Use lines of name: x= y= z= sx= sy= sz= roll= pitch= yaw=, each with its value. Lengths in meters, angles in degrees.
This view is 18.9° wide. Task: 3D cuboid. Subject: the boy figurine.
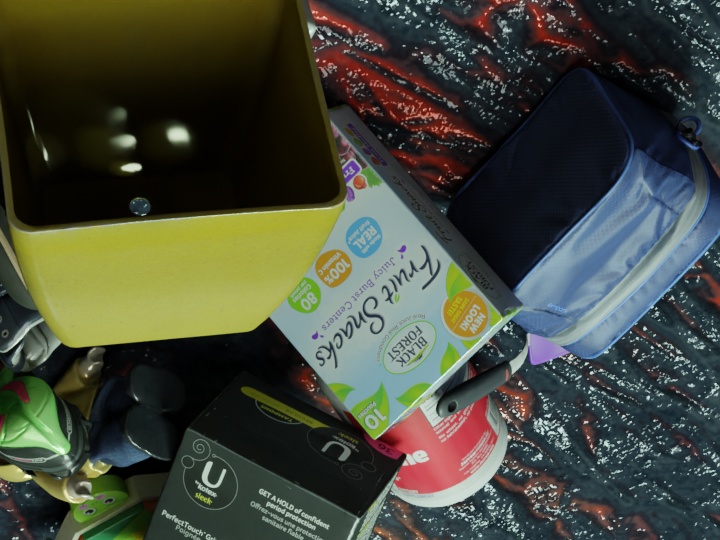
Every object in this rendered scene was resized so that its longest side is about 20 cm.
boy figurine: x=-0.220 y=0.119 z=1.666 sx=0.199 sy=0.125 sz=0.064 roll=-13 pitch=151 yaw=40

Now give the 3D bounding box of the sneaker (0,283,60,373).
sneaker: x=-0.294 y=0.014 z=1.516 sx=0.202 sy=0.147 sz=0.077 roll=-21 pitch=166 yaw=3

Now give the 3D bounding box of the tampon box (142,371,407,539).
tampon box: x=-0.079 y=0.210 z=1.667 sx=0.149 sy=0.126 sz=0.201 roll=27 pitch=114 yaw=8

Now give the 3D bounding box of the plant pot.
plant pot: x=-0.132 y=-0.060 z=1.370 sx=0.199 sy=0.201 sz=0.177 roll=-5 pitch=146 yaw=-12

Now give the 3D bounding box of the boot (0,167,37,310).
boot: x=-0.298 y=-0.029 z=1.461 sx=0.138 sy=0.200 sz=0.077 roll=-37 pitch=166 yaw=7

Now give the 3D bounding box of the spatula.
spatula: x=0.120 y=0.071 z=1.711 sx=0.200 sy=0.020 sz=0.057 roll=-31 pitch=129 yaw=-47

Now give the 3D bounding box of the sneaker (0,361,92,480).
sneaker: x=-0.244 y=0.116 z=1.576 sx=0.077 sy=0.200 sz=0.084 roll=-47 pitch=107 yaw=-6

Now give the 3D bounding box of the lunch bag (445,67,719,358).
lunch bag: x=0.179 y=-0.044 z=1.617 sx=0.132 sy=0.136 sz=0.200 roll=27 pitch=117 yaw=-35

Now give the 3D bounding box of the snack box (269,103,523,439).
snack box: x=0.000 y=0.000 z=1.574 sx=0.142 sy=0.200 sz=0.053 roll=-45 pitch=171 yaw=24

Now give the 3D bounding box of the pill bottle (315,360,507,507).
pill bottle: x=0.033 y=0.089 z=1.709 sx=0.112 sy=0.112 sz=0.200 roll=-26 pitch=133 yaw=7

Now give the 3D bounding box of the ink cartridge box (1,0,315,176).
ink cartridge box: x=-0.150 y=-0.157 z=1.453 sx=0.199 sy=0.083 sz=0.147 roll=13 pitch=127 yaw=-27

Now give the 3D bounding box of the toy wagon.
toy wagon: x=-0.188 y=0.210 z=1.778 sx=0.155 sy=0.040 sz=0.200 roll=-29 pitch=149 yaw=8
